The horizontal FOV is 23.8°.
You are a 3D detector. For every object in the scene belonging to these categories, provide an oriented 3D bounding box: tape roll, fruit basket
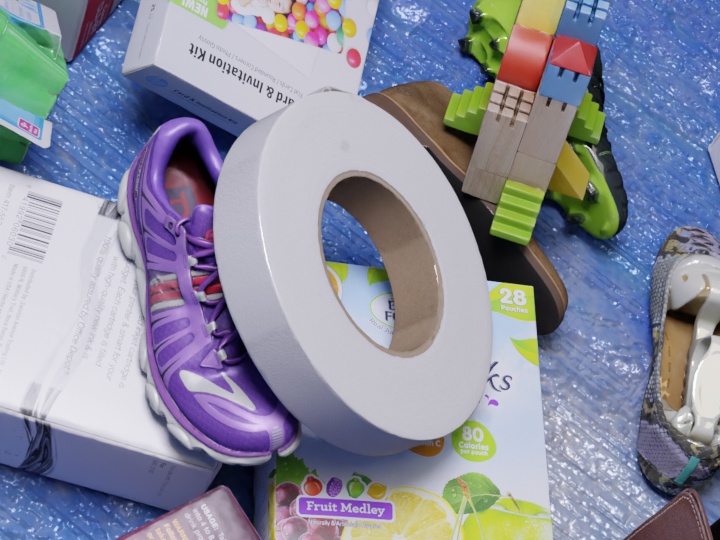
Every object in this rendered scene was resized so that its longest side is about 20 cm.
[{"bbox_3d":[0.000,0.000,0.939,0.202,0.037,0.204,29,49,-41],"label":"tape roll"},{"bbox_3d":[-0.264,-0.151,0.988,0.200,0.185,0.094,36,98,-21],"label":"fruit basket"}]

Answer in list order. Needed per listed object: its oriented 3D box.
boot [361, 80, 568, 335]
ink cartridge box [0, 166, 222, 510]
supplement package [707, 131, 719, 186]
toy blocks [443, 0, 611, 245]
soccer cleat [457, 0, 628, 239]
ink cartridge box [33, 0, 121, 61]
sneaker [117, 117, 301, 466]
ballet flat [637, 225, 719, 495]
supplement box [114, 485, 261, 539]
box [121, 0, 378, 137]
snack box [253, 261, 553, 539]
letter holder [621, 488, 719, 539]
[{"bbox_3d":[0.079,-0.048,1.112,0.075,0.074,0.200,-26,69,-35],"label":"boot"},{"bbox_3d":[-0.166,0.037,0.975,0.199,0.086,0.147,18,58,-9],"label":"ink cartridge box"},{"bbox_3d":[0.335,-0.031,1.149,0.120,0.120,0.201,-3,63,-18],"label":"supplement package"},{"bbox_3d":[0.117,-0.137,1.053,0.099,0.137,0.201,18,51,2],"label":"toy blocks"},{"bbox_3d":[0.142,-0.114,1.168,0.081,0.068,0.201,-15,65,-26],"label":"soccer cleat"},{"bbox_3d":[-0.192,-0.260,1.132,0.145,0.084,0.201,32,58,1],"label":"ink cartridge box"},{"bbox_3d":[-0.084,0.009,0.919,0.080,0.084,0.201,-13,68,-24],"label":"sneaker"},{"bbox_3d":[0.222,0.045,1.103,0.072,0.072,0.202,17,58,-8],"label":"ballet flat"},{"bbox_3d":[-0.141,0.205,0.876,0.199,0.111,0.086,-25,72,-27],"label":"supplement box"},{"bbox_3d":[-0.058,-0.186,1.093,0.155,0.041,0.201,26,69,-36],"label":"box"},{"bbox_3d":[0.022,0.100,1.011,0.167,0.068,0.201,6,59,-14],"label":"snack box"},{"bbox_3d":[0.216,0.235,0.952,0.100,0.142,0.201,3,61,-16],"label":"letter holder"}]
